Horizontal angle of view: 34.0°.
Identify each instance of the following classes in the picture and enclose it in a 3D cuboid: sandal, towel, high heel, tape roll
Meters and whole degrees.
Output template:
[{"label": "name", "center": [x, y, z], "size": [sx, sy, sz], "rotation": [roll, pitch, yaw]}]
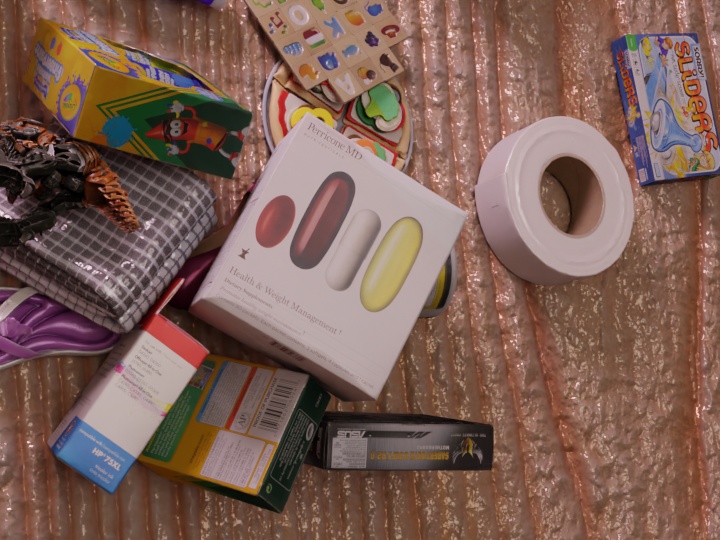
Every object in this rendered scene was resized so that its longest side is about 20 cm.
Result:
[{"label": "sandal", "center": [-0.324, 0.051, 1.152], "size": [0.200, 0.050, 0.084], "rotation": [-7, 83, -30]}, {"label": "towel", "center": [-0.261, -0.055, 1.142], "size": [0.198, 0.086, 0.167], "rotation": [28, 64, 13]}, {"label": "high heel", "center": [-0.146, -0.047, 1.253], "size": [0.096, 0.067, 0.202], "rotation": [35, 69, -29]}, {"label": "tape roll", "center": [0.243, -0.086, 1.470], "size": [0.200, 0.071, 0.206], "rotation": [5, 78, -27]}]

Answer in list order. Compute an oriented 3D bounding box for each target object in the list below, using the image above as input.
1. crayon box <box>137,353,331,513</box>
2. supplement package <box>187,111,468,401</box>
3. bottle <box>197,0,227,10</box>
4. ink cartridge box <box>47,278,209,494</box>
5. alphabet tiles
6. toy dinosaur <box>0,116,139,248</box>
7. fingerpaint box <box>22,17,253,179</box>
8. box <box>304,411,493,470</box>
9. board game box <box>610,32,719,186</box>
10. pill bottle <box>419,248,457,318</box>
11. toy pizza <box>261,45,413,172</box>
[{"label": "crayon box", "center": [-0.139, 0.154, 1.175], "size": [0.052, 0.198, 0.127], "rotation": [48, 59, -47]}, {"label": "supplement package", "center": [-0.034, -0.007, 1.148], "size": [0.190, 0.147, 0.202], "rotation": [30, 77, -10]}, {"label": "bottle", "center": [-0.231, -0.346, 1.270], "size": [0.198, 0.065, 0.085], "rotation": [23, 72, -22]}, {"label": "ink cartridge box", "center": [-0.215, 0.107, 1.142], "size": [0.067, 0.116, 0.201], "rotation": [37, 77, -15]}, {"label": "alphabet tiles", "center": [-0.040, -0.295, 1.374], "size": [0.166, 0.006, 0.201], "rotation": [-33, 86, -32]}, {"label": "toy dinosaur", "center": [-0.276, -0.088, 1.057], "size": [0.135, 0.198, 0.104], "rotation": [-29, 117, -45]}, {"label": "fingerpaint box", "center": [-0.221, -0.171, 1.149], "size": [0.165, 0.200, 0.074], "rotation": [13, 105, -33]}, {"label": "box", "center": [0.018, 0.179, 1.245], "size": [0.197, 0.158, 0.049], "rotation": [5, 85, -27]}, {"label": "board game box", "center": [0.422, -0.222, 1.610], "size": [0.134, 0.034, 0.203], "rotation": [-8, 84, -29]}, {"label": "pill bottle", "center": [0.000, 0.000, 1.299], "size": [0.197, 0.112, 0.114], "rotation": [-1, 80, -28]}, {"label": "toy pizza", "center": [-0.020, -0.176, 1.369], "size": [0.197, 0.032, 0.204], "rotation": [6, 77, -27]}]
